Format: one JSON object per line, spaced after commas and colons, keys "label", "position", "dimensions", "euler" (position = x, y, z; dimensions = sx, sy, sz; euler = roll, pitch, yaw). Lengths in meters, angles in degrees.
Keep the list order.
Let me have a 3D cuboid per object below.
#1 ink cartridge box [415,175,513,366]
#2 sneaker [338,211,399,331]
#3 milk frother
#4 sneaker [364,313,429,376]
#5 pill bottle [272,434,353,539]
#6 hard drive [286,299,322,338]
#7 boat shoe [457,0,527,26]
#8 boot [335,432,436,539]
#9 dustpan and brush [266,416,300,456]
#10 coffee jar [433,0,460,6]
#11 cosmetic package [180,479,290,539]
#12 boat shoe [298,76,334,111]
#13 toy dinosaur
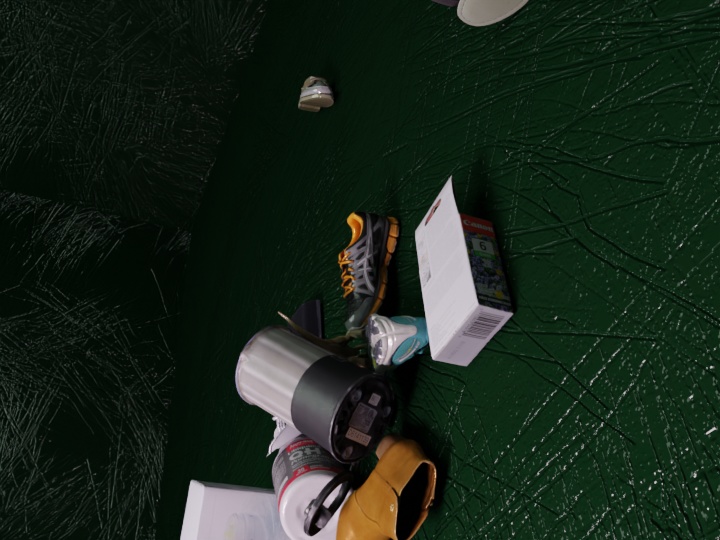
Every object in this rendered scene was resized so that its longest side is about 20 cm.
{"label": "ink cartridge box", "position": [0.116, -0.003, 0.853], "dimensions": [0.109, 0.050, 0.201], "euler": [122, 154, -44]}
{"label": "sneaker", "position": [0.000, 0.000, 1.096], "dimensions": [0.078, 0.077, 0.202], "euler": [-40, 33, 57]}
{"label": "milk frother", "position": [-0.075, 0.206, 0.946], "dimensions": [0.187, 0.181, 0.200], "euler": [20, 61, 40]}
{"label": "sneaker", "position": [0.049, 0.099, 0.942], "dimensions": [0.200, 0.079, 0.078], "euler": [107, 154, -77]}
{"label": "pill bottle", "position": [-0.075, 0.318, 1.083], "dimensions": [0.200, 0.110, 0.112], "euler": [-146, 70, -76]}
{"label": "hard drive", "position": [-0.127, 0.161, 1.432], "dimensions": [0.201, 0.042, 0.136], "euler": [122, 153, -43]}
{"label": "boat shoe", "position": [0.187, -0.370, 0.854], "dimensions": [0.201, 0.071, 0.061], "euler": [-34, 42, 53]}
{"label": "boot", "position": [0.027, 0.301, 0.868], "dimensions": [0.144, 0.070, 0.203], "euler": [-157, 87, -78]}
{"label": "dustpan and brush", "position": [-0.077, 0.208, 1.161], "dimensions": [0.058, 0.199, 0.140], "euler": [57, 175, 1]}
{"label": "coffee jar", "position": [0.151, -0.461, 0.978], "dimensions": [0.200, 0.085, 0.105], "euler": [135, 139, -55]}
{"label": "cosmetic package", "position": [-0.194, 0.466, 1.202], "dimensions": [0.123, 0.198, 0.201], "euler": [154, 125, -65]}
{"label": "boat shoe", "position": [-0.106, -0.415, 1.675], "dimensions": [0.200, 0.074, 0.069], "euler": [-159, 77, -71]}
{"label": "toy dinosaur", "position": [-0.031, 0.115, 1.041], "dimensions": [0.100, 0.200, 0.059], "euler": [-8, 63, 32]}
